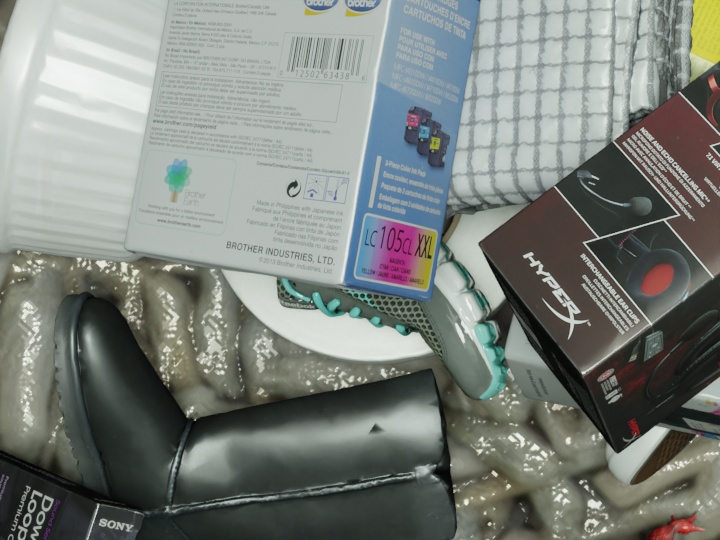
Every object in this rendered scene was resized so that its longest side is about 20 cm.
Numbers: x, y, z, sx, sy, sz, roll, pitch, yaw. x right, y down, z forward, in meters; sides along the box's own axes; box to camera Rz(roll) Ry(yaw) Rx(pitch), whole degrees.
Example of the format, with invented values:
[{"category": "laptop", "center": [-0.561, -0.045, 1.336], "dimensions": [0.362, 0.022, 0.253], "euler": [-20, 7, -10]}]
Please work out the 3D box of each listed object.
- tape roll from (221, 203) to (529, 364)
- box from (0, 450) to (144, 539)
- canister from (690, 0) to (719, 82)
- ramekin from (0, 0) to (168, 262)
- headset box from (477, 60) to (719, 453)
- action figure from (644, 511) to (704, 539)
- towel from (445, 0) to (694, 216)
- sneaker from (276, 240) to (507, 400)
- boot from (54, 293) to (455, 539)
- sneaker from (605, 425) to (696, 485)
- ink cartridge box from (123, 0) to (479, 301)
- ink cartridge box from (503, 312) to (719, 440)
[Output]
[{"category": "tape roll", "center": [0.009, -0.045, 0.869], "dimensions": [0.202, 0.037, 0.203], "euler": [0, 84, 4]}, {"category": "box", "center": [-0.203, 0.171, 0.805], "dimensions": [0.200, 0.036, 0.143], "euler": [10, 82, 45]}, {"category": "canister", "center": [0.157, -0.172, 0.847], "dimensions": [0.200, 0.087, 0.149], "euler": [26, 87, 6]}, {"category": "ramekin", "center": [-0.134, -0.097, 0.813], "dimensions": [0.094, 0.202, 0.203], "euler": [16, 85, -5]}, {"category": "headset box", "center": [0.161, -0.022, 0.647], "dimensions": [0.200, 0.149, 0.075], "euler": [-37, 67, 0]}, {"category": "action figure", "center": [0.120, 0.181, 0.827], "dimensions": [0.200, 0.099, 0.065], "euler": [-13, 85, 26]}, {"category": "towel", "center": [0.079, -0.125, 0.733], "dimensions": [0.165, 0.085, 0.201], "euler": [-4, 81, 37]}, {"category": "sneaker", "center": [0.000, 0.000, 0.815], "dimensions": [0.091, 0.078, 0.200], "euler": [-40, 73, 4]}, {"category": "boot", "center": [-0.054, 0.080, 0.821], "dimensions": [0.199, 0.066, 0.165], "euler": [-6, 113, 8]}, {"category": "sneaker", "center": [0.181, 0.023, 0.839], "dimensions": [0.085, 0.073, 0.200], "euler": [32, 83, 24]}, {"category": "ink cartridge box", "center": [-0.023, -0.095, 0.703], "dimensions": [0.136, 0.076, 0.201], "euler": [9, 90, 35]}, {"category": "ink cartridge box", "center": [0.190, 0.007, 0.756], "dimensions": [0.199, 0.083, 0.146], "euler": [11, 74, 18]}]
